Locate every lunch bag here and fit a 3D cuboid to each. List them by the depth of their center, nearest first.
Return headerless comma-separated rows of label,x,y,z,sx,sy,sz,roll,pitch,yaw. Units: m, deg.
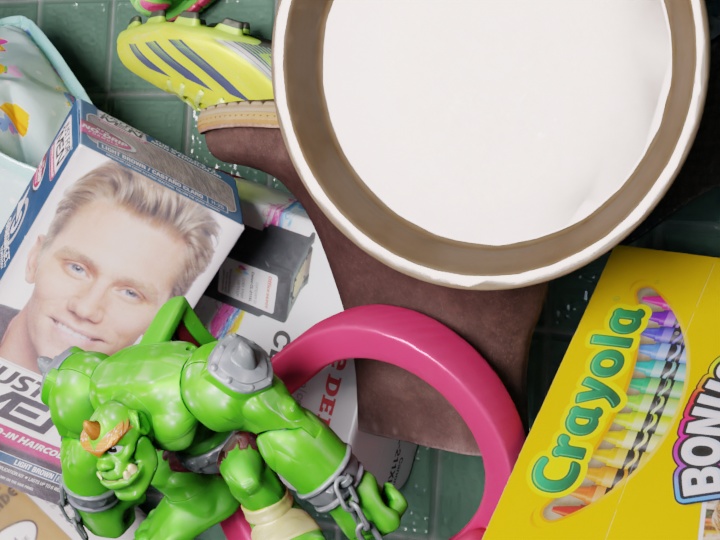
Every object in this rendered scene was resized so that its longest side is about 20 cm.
lunch bag,-0.221,-0.037,0.908,0.200,0.121,0.172,45,125,35

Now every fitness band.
fitness band,0.000,0.101,0.757,0.200,0.037,0.144,-40,83,41

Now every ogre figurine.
ogre figurine,-0.085,0.085,0.735,0.199,0.098,0.121,11,135,51

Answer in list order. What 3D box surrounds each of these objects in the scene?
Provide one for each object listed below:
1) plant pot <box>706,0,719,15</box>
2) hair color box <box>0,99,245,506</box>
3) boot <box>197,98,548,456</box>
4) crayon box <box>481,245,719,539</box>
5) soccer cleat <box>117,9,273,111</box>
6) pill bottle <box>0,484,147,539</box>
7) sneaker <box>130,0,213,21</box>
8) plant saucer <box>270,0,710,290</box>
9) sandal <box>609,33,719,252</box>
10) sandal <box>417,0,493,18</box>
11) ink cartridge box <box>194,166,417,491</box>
plant pot,0.193,-0.233,0.713,0.140,0.141,0.203,13,91,27
hair color box,-0.155,0.022,0.810,0.201,0.099,0.061,-56,24,19
boot,0.000,0.000,0.754,0.198,0.072,0.169,9,103,28
crayon box,0.170,0.084,0.693,0.171,0.201,0.059,9,138,27
soccer cleat,-0.067,-0.103,0.888,0.198,0.064,0.085,14,98,27
pill bottle,-0.214,0.154,0.933,0.199,0.114,0.115,38,106,23
sneaker,-0.076,-0.235,0.889,0.199,0.077,0.084,-38,74,20
plant saucer,0.056,-0.093,0.672,0.197,0.029,0.203,1,95,17
sandal,0.177,-0.075,0.763,0.199,0.045,0.075,-31,98,39
sandal,0.036,-0.153,0.720,0.080,0.054,0.200,-48,69,18
ink cartridge box,-0.058,0.030,0.869,0.198,0.083,0.148,19,98,27
